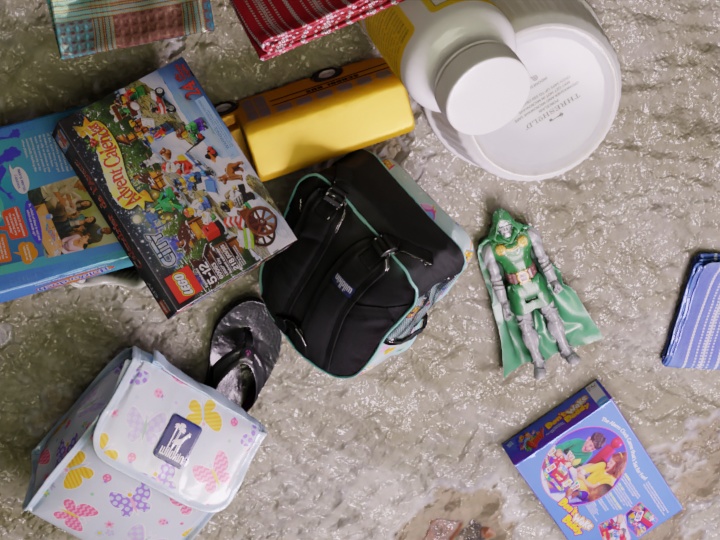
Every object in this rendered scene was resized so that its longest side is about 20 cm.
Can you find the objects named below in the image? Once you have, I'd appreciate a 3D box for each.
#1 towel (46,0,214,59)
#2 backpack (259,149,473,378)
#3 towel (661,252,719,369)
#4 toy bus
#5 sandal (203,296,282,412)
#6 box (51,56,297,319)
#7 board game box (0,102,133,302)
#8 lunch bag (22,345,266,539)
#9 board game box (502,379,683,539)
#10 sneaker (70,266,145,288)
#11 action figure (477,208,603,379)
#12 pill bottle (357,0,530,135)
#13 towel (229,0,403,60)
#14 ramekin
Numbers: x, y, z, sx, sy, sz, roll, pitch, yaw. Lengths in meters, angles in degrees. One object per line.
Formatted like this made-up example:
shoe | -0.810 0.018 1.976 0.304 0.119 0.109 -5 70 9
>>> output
towel | -0.213 -0.292 1.298 0.146 0.022 0.201 -9 99 11
backpack | 0.000 0.000 1.478 0.153 0.176 0.200 -28 157 -49
towel | 0.449 0.054 1.727 0.199 0.024 0.145 4 115 -18
toy bus | -0.055 -0.140 1.449 0.199 0.078 0.065 -19 120 -6
sandal | -0.131 0.122 1.577 0.075 0.048 0.201 12 113 -21
box | -0.168 -0.076 1.372 0.136 0.038 0.200 -32 89 -26
board game box | -0.285 -0.063 1.388 0.199 0.045 0.153 -16 82 -12
lunch bag | -0.218 0.189 1.528 0.169 0.127 0.200 35 109 -22
board game box | 0.271 0.240 1.756 0.134 0.045 0.200 -34 120 3
sneaker | -0.288 -0.028 1.435 0.199 0.089 0.074 11 114 -19
action figure | 0.178 0.020 1.616 0.118 0.055 0.200 -25 116 0
pill bottle | 0.073 -0.213 1.369 0.111 0.200 0.112 -15 135 -15
towel | -0.022 -0.273 1.357 0.199 0.145 0.023 -24 139 -4
ramekin | 0.163 -0.181 1.484 0.201 0.094 0.203 -7 117 -13
